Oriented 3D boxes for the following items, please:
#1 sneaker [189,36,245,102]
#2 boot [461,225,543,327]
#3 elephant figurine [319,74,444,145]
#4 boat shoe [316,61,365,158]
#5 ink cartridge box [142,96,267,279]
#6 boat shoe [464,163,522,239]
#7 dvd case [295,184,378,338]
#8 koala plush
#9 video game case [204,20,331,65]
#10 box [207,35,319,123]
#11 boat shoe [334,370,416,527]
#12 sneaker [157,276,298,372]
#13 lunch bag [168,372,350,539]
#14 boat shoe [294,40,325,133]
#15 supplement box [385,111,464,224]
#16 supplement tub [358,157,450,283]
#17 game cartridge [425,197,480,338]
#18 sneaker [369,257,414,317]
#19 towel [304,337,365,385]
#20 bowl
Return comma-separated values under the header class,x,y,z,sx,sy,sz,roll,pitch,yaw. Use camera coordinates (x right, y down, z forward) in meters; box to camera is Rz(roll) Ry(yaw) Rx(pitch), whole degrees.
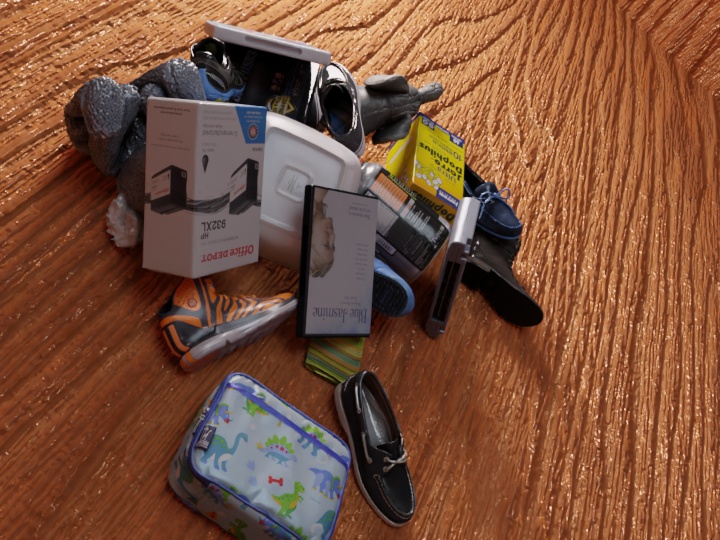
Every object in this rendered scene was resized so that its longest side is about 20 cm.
class,x,y,z,sx,sy,sz,roll,pitch,yaw
sneaker,-0.207,-0.294,1.114,0.069,0.085,0.200,4,20,-2
boot,0.268,-0.010,1.406,0.199,0.069,0.175,39,42,-3
elephant figurine,0.042,-0.285,1.322,0.142,0.195,0.159,63,23,-57
boat shoe,-0.037,-0.265,1.209,0.067,0.068,0.204,66,14,-58
ink cartridge box,-0.191,-0.104,0.953,0.082,0.206,0.144,10,13,24
boat shoe,0.224,-0.134,1.427,0.083,0.070,0.200,-18,48,-40
dvd case,-0.030,-0.009,1.071,0.141,0.017,0.206,4,89,-50
koala plush,-0.282,-0.142,1.013,0.176,0.182,0.204,-29,99,-41
video game case,-0.151,-0.361,1.212,0.178,0.024,0.200,9,16,-18
box,-0.175,-0.284,1.226,0.193,0.050,0.203,14,46,-3
boat shoe,0.028,0.230,1.009,0.073,0.060,0.204,-5,68,-41
sneaker,-0.172,0.041,0.992,0.198,0.078,0.113,-22,74,-47
lunch bag,-0.111,0.226,0.893,0.199,0.082,0.162,38,39,-10
boat shoe,-0.113,-0.323,1.347,0.067,0.071,0.205,7,61,-37
supplement box,0.112,-0.162,1.369,0.107,0.110,0.203,27,44,-19
supplement tub,0.038,-0.085,1.233,0.199,0.123,0.123,40,41,-4
game cartridge,0.145,-0.008,1.215,0.040,0.203,0.134,18,42,8
sneaker,0.000,0.000,1.172,0.199,0.066,0.078,39,9,13
towel,-0.026,0.078,1.129,0.085,0.018,0.203,31,43,-18
bowl,-0.100,-0.118,1.099,0.196,0.075,0.204,24,78,-11
